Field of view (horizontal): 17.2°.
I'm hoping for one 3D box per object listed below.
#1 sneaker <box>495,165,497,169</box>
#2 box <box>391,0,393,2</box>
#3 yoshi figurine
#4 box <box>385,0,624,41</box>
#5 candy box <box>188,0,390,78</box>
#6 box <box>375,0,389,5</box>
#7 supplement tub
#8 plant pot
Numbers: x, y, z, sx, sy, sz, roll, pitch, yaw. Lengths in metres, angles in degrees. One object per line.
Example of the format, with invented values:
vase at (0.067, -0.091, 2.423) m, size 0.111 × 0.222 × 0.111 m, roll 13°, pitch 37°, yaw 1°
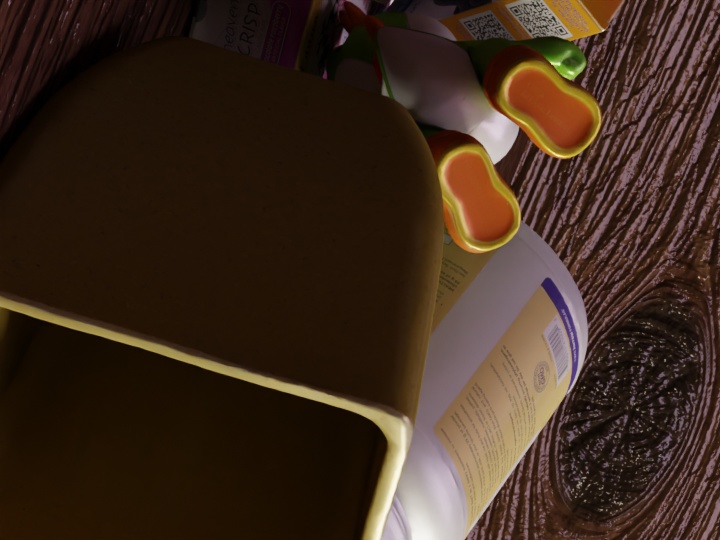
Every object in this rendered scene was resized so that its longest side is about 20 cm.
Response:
sneaker at (0.000, 0.000, 1.333) m, size 0.201 × 0.074 × 0.089 m, roll -55°, pitch -149°, yaw 15°
box at (0.025, -0.173, 1.448) m, size 0.200 × 0.036 × 0.144 m, roll -50°, pitch 171°, yaw -4°
yoshi figurine at (0.047, -0.067, 1.130) m, size 0.200 × 0.112 × 0.113 m, roll -140°, pitch -130°, yaw -65°
box at (0.082, -0.161, 1.257) m, size 0.199 × 0.041 × 0.119 m, roll -8°, pitch -139°, yaw 54°
candy box at (-0.026, -0.153, 1.228) m, size 0.200 × 0.061 × 0.137 m, roll -58°, pitch 168°, yaw -50°
box at (0.006, -0.236, 1.063) m, size 0.096 × 0.099 × 0.201 m, roll -57°, pitch 168°, yaw -53°
supplement tub at (0.011, 0.068, 1.187) m, size 0.200 × 0.145 × 0.146 m, roll -49°, pitch 163°, yaw -38°
plant pot at (-0.064, 0.017, 1.013) m, size 0.195 × 0.194 × 0.201 m, roll 104°, pitch 3°, yaw -50°
